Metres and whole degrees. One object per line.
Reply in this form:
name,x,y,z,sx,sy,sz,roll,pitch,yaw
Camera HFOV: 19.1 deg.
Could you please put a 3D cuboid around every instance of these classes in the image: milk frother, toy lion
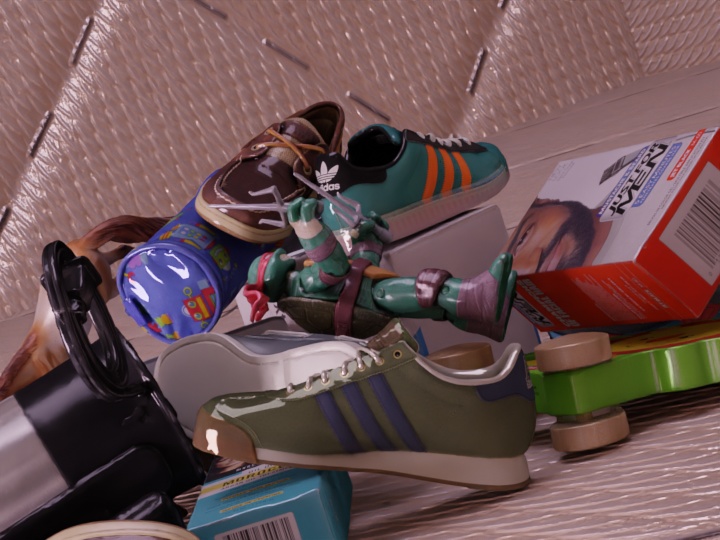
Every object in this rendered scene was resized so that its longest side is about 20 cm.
milk frother,-0.211,0.102,1.294,0.187,0.201,0.180,-32,19,-11
toy lion,0.166,0.061,1.357,0.191,0.069,0.200,-14,3,-32

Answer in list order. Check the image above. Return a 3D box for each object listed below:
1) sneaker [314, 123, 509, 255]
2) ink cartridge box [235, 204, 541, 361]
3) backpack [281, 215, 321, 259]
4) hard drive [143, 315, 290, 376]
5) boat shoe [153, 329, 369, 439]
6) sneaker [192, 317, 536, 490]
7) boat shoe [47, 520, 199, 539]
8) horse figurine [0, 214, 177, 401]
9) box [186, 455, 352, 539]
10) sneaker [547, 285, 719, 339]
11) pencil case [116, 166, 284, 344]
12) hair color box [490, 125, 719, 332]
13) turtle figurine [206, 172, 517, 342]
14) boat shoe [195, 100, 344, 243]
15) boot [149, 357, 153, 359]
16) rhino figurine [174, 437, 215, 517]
sneaker,0.039,-0.074,1.552,0.071,0.080,0.200,-12,9,38
ink cartridge box,0.013,0.043,1.587,0.199,0.129,0.125,-13,9,46
backpack,0.009,0.006,1.803,0.176,0.152,0.200,-16,13,-7
hard drive,-0.151,0.091,1.546,0.131,0.027,0.200,-19,-8,-38
boat shoe,-0.051,0.074,1.367,0.199,0.073,0.062,-5,-2,42
sneaker,0.006,0.070,1.241,0.199,0.091,0.067,7,8,-4
boat shoe,-0.175,0.191,1.141,0.198,0.073,0.072,-12,32,6
horse figurine,-0.207,0.037,1.609,0.050,0.201,0.132,27,5,39
box,-0.051,0.142,1.283,0.082,0.049,0.200,-18,7,3
sneaker,0.214,0.004,1.499,0.199,0.096,0.079,-12,4,38
pencil case,-0.112,-0.013,1.544,0.087,0.078,0.200,-33,8,22
hair color box,0.173,-0.024,1.406,0.111,0.064,0.200,-56,17,-18
turtle figurine,0.000,0.000,1.404,0.199,0.101,0.150,12,7,9
boat shoe,-0.057,-0.078,1.535,0.072,0.072,0.200,29,25,12
boot,-0.236,0.154,1.753,0.199,0.069,0.188,-31,9,-6
rhino figurine,-0.148,0.134,1.443,0.199,0.088,0.060,-18,7,3
